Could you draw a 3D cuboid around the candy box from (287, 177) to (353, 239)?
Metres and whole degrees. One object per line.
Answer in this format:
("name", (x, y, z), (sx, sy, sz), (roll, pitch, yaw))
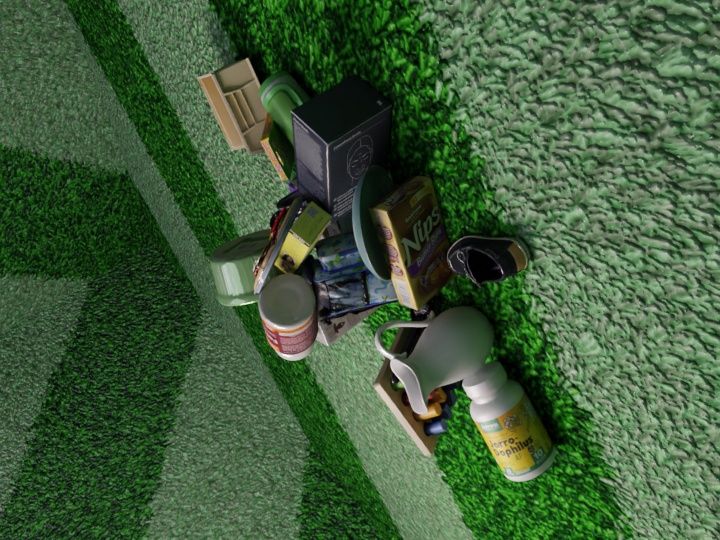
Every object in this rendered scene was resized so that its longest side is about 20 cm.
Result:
("candy box", (-0.066, -0.114, 1.433), (0.199, 0.071, 0.171), (32, 146, 47))

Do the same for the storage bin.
("storage bin", (-0.277, -0.371, 1.463), (0.199, 0.092, 0.202), (30, 146, 64))

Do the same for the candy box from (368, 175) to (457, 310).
("candy box", (0.096, -0.048, 1.125), (0.056, 0.116, 0.204), (16, 135, 50))

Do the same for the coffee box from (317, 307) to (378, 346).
("coffee box", (-0.038, 0.070, 1.445), (0.113, 0.198, 0.081), (17, 137, 54))

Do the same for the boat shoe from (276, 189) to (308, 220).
("boat shoe", (-0.088, -0.161, 1.299), (0.196, 0.075, 0.068), (-21, 135, 31))

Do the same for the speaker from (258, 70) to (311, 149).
("speaker", (-0.123, -0.301, 1.289), (0.202, 0.087, 0.088), (55, 157, 5))

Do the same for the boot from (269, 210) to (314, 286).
("boot", (-0.137, -0.043, 1.478), (0.170, 0.075, 0.201), (54, 162, 15))

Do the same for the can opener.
("can opener", (0.115, 0.138, 1.250), (0.062, 0.203, 0.079), (-11, 131, 41))

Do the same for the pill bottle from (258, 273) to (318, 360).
("pill bottle", (-0.142, 0.101, 1.287), (0.114, 0.113, 0.201), (47, 160, 20))

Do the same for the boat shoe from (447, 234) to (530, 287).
("boat shoe", (0.194, -0.015, 1.044), (0.076, 0.062, 0.199), (60, 159, -13))

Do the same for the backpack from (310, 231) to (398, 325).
("backpack", (0.000, 0.000, 1.269), (0.183, 0.194, 0.151), (-115, 17, -73))

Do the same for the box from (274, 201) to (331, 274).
("box", (-0.112, -0.054, 1.209), (0.050, 0.076, 0.200), (36, 158, -2))

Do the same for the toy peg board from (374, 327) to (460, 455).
("toy peg board", (0.146, 0.234, 1.328), (0.096, 0.201, 0.201), (-24, 110, 35))

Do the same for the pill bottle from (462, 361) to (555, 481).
("pill bottle", (0.274, 0.279, 1.194), (0.203, 0.112, 0.112), (60, 157, -7))

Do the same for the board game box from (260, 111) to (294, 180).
("board game box", (-0.169, -0.272, 1.335), (0.202, 0.029, 0.097), (-94, -20, -54))

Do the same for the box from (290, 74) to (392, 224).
("box", (-0.033, -0.213, 1.138), (0.107, 0.147, 0.202), (43, 154, 25))

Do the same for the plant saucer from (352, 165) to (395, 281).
("plant saucer", (0.030, -0.083, 1.137), (0.027, 0.202, 0.204), (-6, 121, 25))

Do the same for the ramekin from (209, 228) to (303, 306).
("ramekin", (-0.229, -0.014, 1.375), (0.198, 0.197, 0.100), (16, 127, 57))

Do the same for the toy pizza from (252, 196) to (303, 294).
("toy pizza", (-0.163, -0.052, 1.201), (0.031, 0.204, 0.200), (26, 158, -7))

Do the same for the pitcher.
("pitcher", (0.137, 0.135, 1.174), (0.173, 0.198, 0.122), (53, 157, 8))
